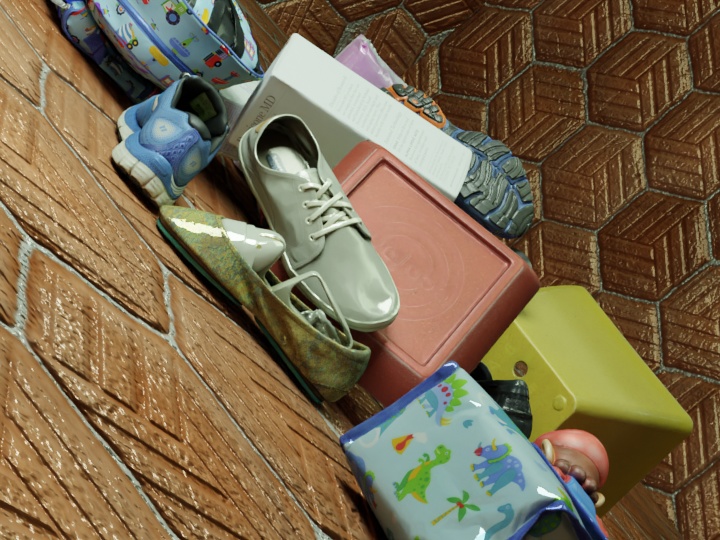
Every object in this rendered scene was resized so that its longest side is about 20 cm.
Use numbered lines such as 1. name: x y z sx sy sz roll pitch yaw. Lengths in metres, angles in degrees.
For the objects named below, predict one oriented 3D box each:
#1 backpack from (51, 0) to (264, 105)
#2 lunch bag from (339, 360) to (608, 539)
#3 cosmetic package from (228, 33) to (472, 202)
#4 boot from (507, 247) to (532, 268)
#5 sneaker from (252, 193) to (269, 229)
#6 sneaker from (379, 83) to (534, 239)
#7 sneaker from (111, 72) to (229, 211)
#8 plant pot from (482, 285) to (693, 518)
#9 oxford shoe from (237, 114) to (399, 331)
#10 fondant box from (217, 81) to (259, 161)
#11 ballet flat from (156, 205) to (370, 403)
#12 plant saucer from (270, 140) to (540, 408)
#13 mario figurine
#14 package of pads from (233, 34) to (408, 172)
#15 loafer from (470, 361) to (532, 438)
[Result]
1. backpack: -0.180 -0.221 1.599 0.183 0.134 0.200 44 8 -44
2. lunch bag: 0.097 0.191 1.241 0.170 0.127 0.201 54 -6 49
3. cosmetic package: -0.009 -0.112 1.626 0.199 0.102 0.074 31 44 -9
4. boot: 0.041 0.011 1.725 0.188 0.199 0.069 -141 -135 -66
5. sneaker: -0.032 -0.031 1.788 0.200 0.078 0.082 46 6 -36
6. sneaker: 0.088 -0.098 1.719 0.200 0.075 0.079 43 -22 21
7. sneaker: -0.140 -0.109 1.427 0.079 0.089 0.200 49 6 -17
8. plant pot: 0.166 0.137 1.753 0.200 0.200 0.176 53 19 28
9. oxford shoe: -0.033 -0.040 1.405 0.201 0.075 0.058 59 -32 18
10. fondant box: -0.088 -0.140 1.765 0.199 0.059 0.144 19 17 -32
11. ballet flat: -0.067 0.011 1.350 0.200 0.071 0.071 49 6 -11
12. plant saucer: 0.029 -0.001 1.461 0.199 0.200 0.037 39 -36 6
13. mario figurine: 0.162 0.214 1.520 0.200 0.105 0.124 -83 170 -66
14. package of pads: -0.028 -0.143 1.917 0.120 0.200 0.076 44 12 -14
15. loafer: 0.095 0.114 1.625 0.068 0.071 0.200 13 0 -27
